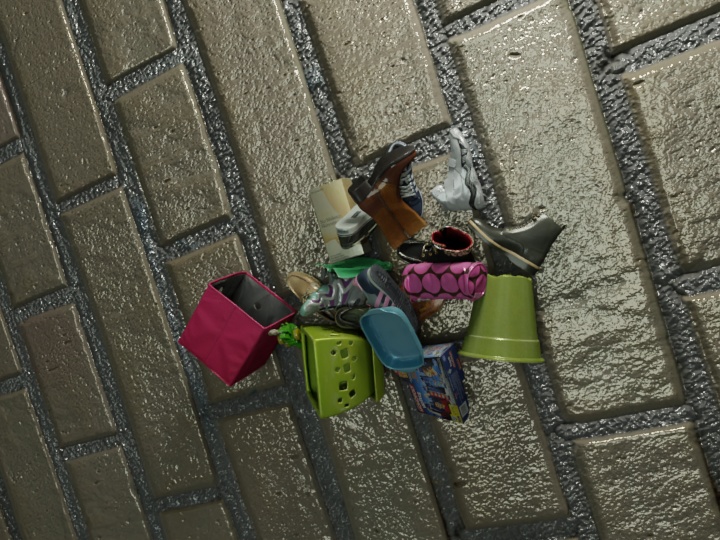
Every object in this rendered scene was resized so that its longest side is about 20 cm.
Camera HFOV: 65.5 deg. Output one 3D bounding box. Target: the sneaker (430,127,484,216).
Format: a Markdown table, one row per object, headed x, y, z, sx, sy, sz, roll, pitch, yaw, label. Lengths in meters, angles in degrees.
| x | y | z | sx | sy | sz | roll | pitch | yaw | label |
| --- | --- | --- | --- | --- | --- | --- | --- | --- | --- |
| 0.218 | -0.230 | 1.339 | 0.114 | 0.075 | 0.202 | -16 | 96 | 17 | sneaker |

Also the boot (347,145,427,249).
| x | y | z | sx | sy | sz | roll | pitch | yaw | label |
| --- | --- | --- | --- | --- | --- | --- | --- | --- | --- |
| 0.098 | -0.168 | 1.311 | 0.188 | 0.069 | 0.200 | -42 | 118 | 4 | boot |

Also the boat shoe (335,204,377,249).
| x | y | z | sx | sy | sz | roll | pitch | yaw | label |
| --- | --- | --- | --- | --- | --- | --- | --- | --- | --- |
| 0.005 | -0.118 | 1.379 | 0.070 | 0.200 | 0.064 | 12 | 125 | 32 | boat shoe |

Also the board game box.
| x | y | z | sx | sy | sz | roll | pitch | yaw | label |
| --- | --- | --- | --- | --- | --- | --- | --- | --- | --- |
| 0.169 | 0.269 | 1.411 | 0.199 | 0.062 | 0.202 | 4 | 120 | 48 | board game box |

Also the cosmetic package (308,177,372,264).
| x | y | z | sx | sy | sz | roll | pitch | yaw | label |
| --- | --- | --- | --- | --- | --- | --- | --- | --- | --- |
| -0.051 | -0.129 | 1.449 | 0.104 | 0.071 | 0.202 | -17 | 92 | 21 | cosmetic package |

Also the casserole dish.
| x | y | z | sx | sy | sz | roll | pitch | yaw | label |
| --- | --- | --- | --- | --- | --- | --- | --- | --- | --- |
| 0.079 | 0.157 | 1.319 | 0.120 | 0.039 | 0.201 | -11 | 121 | 32 | casserole dish |

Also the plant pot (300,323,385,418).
| x | y | z | sx | sy | sz | roll | pitch | yaw | label |
| --- | --- | --- | --- | --- | --- | --- | --- | --- | --- |
| -0.044 | 0.239 | 1.422 | 0.180 | 0.199 | 0.202 | -6 | 97 | -16 | plant pot |

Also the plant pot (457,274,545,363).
| x | y | z | sx | sy | sz | roll | pitch | yaw | label |
| --- | --- | --- | --- | --- | --- | --- | --- | --- | --- |
| 0.333 | 0.108 | 1.305 | 0.198 | 0.200 | 0.192 | 4 | 88 | 18 | plant pot |

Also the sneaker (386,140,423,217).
| x | y | z | sx | sy | sz | roll | pitch | yaw | label |
| --- | --- | --- | --- | --- | --- | --- | --- | --- | --- |
| 0.107 | -0.217 | 1.357 | 0.069 | 0.109 | 0.202 | -15 | 92 | 4 | sneaker |

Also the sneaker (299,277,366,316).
| x | y | z | sx | sy | sz | roll | pitch | yaw | label |
| --- | --- | --- | --- | --- | --- | --- | --- | --- | --- |
| -0.046 | 0.090 | 1.438 | 0.199 | 0.078 | 0.140 | -37 | 85 | -13 | sneaker |

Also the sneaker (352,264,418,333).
| x | y | z | sx | sy | sz | roll | pitch | yaw | label |
| --- | --- | --- | --- | --- | --- | --- | --- | --- | --- |
| 0.061 | 0.077 | 1.341 | 0.082 | 0.070 | 0.201 | -24 | 108 | 38 | sneaker |

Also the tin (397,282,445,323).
| x | y | z | sx | sy | sz | roll | pitch | yaw | label |
| --- | --- | --- | --- | --- | --- | --- | --- | --- | --- |
| 0.130 | 0.079 | 1.436 | 0.199 | 0.042 | 0.113 | -32 | 91 | 20 | tin |

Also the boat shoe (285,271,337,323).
| x | y | z | sx | sy | sz | roll | pitch | yaw | label |
| --- | --- | --- | --- | --- | --- | --- | --- | --- | --- |
| -0.123 | 0.070 | 1.506 | 0.199 | 0.064 | 0.072 | 33 | 107 | 12 | boat shoe |

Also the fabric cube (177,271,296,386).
| x | y | z | sx | sy | sz | roll | pitch | yaw | label |
| --- | --- | --- | --- | --- | --- | --- | --- | --- | --- |
| -0.332 | 0.151 | 1.522 | 0.199 | 0.196 | 0.200 | 36 | 109 | 10 | fabric cube |

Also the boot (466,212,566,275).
| x | y | z | sx | sy | sz | roll | pitch | yaw | label |
| --- | --- | --- | --- | --- | --- | --- | --- | --- | --- |
| 0.364 | -0.101 | 1.317 | 0.199 | 0.077 | 0.139 | 33 | 103 | -2 | boot |

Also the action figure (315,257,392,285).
| x | y | z | sx | sy | sz | roll | pitch | yaw | label |
| --- | --- | --- | --- | --- | --- | --- | --- | --- | --- |
| 0.000 | 0.000 | 1.401 | 0.118 | 0.198 | 0.055 | 33 | 123 | 51 | action figure |

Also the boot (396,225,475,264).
| x | y | z | sx | sy | sz | roll | pitch | yaw | label |
| --- | --- | --- | --- | --- | --- | --- | --- | --- | --- |
| 0.179 | -0.054 | 1.333 | 0.198 | 0.151 | 0.074 | 16 | 73 | 13 | boot |

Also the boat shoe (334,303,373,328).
| x | y | z | sx | sy | sz | roll | pitch | yaw | label |
| --- | --- | --- | --- | --- | --- | --- | --- | --- | --- |
| 0.036 | 0.113 | 1.386 | 0.199 | 0.066 | 0.073 | -4 | 90 | -6 | boat shoe |

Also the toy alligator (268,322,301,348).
| x | y | z | sx | sy | sz | roll | pitch | yaw | label |
| --- | --- | --- | --- | --- | --- | --- | --- | --- | --- |
| -0.194 | 0.163 | 1.491 | 0.059 | 0.200 | 0.055 | -16 | 66 | 13 | toy alligator |

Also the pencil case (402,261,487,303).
| x | y | z | sx | sy | sz | roll | pitch | yaw | label |
| --- | --- | --- | --- | --- | --- | --- | --- | --- | --- |
| 0.195 | 0.029 | 1.305 | 0.199 | 0.090 | 0.095 | -4 | 75 | 44 | pencil case |
